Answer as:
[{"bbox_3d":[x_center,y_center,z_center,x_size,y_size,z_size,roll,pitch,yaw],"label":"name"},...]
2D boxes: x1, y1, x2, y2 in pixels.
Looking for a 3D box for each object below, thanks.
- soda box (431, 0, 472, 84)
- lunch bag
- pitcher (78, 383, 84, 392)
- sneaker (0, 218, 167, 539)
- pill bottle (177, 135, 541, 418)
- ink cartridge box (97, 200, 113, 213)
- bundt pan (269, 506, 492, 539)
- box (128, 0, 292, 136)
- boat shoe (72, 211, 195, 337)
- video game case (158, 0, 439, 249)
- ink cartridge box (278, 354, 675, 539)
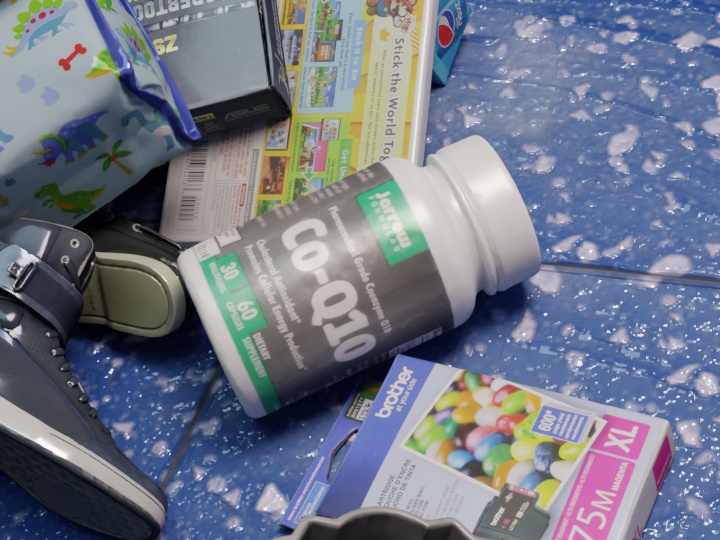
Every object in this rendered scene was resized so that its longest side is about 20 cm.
[{"bbox_3d":[-0.023,-0.199,1.060,0.200,0.068,0.064,15,80,29],"label":"soda box"},{"bbox_3d":[-0.225,-0.130,0.905,0.170,0.127,0.200,-32,59,6],"label":"lunch bag"},{"bbox_3d":[-0.271,0.047,0.909,0.171,0.121,0.200,-6,55,-16],"label":"pitcher"},{"bbox_3d":[-0.174,0.057,0.842,0.202,0.077,0.146,35,53,-2],"label":"sneaker"},{"bbox_3d":[0.000,0.000,0.854,0.200,0.113,0.113,-25,47,-5],"label":"pill bottle"},{"bbox_3d":[-0.255,-0.132,1.057,0.173,0.044,0.200,2,71,21],"label":"ink cartridge box"},{"bbox_3d":[0.018,0.211,0.649,0.202,0.076,0.202,12,40,-10],"label":"bundt pan"},{"bbox_3d":[-0.156,-0.164,0.986,0.200,0.051,0.158,-12,70,11],"label":"box"},{"bbox_3d":[-0.178,-0.008,0.952,0.199,0.075,0.066,10,24,36],"label":"boat shoe"},{"bbox_3d":[-0.042,-0.111,0.977,0.182,0.023,0.200,1,74,18],"label":"video game case"},{"bbox_3d":[0.060,0.115,0.785,0.200,0.042,0.119,11,53,27],"label":"ink cartridge box"}]
